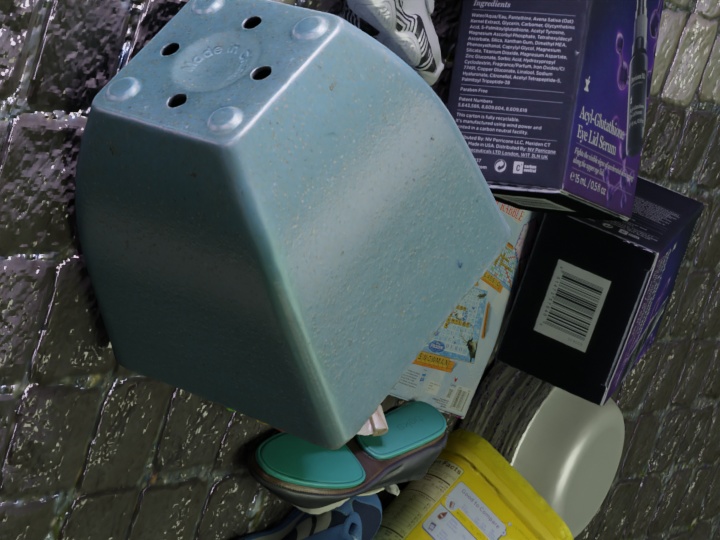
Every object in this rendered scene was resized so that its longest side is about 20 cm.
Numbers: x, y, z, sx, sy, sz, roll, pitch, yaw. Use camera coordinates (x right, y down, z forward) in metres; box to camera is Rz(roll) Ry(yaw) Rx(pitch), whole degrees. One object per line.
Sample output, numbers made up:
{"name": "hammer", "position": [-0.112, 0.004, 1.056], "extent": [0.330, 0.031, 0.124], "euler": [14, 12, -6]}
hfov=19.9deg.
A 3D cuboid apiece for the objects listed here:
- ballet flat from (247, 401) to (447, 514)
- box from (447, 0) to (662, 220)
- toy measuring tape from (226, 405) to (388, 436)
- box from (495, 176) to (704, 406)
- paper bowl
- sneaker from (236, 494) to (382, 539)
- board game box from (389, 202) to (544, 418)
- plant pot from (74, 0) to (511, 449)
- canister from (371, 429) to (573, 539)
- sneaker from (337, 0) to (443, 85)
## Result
{"name": "ballet flat", "position": [-0.013, 0.154, 1.572], "extent": [0.199, 0.073, 0.074], "euler": [-12, 123, -43]}
{"name": "box", "position": [0.145, -0.149, 1.527], "extent": [0.148, 0.103, 0.202], "euler": [12, 87, -61]}
{"name": "toy measuring tape", "position": [-0.026, 0.084, 1.478], "extent": [0.199, 0.073, 0.074], "euler": [18, 96, -50]}
{"name": "box", "position": [0.209, 0.007, 1.770], "extent": [0.200, 0.104, 0.149], "euler": [-35, 145, -64]}
{"name": "paper bowl", "position": [0.168, 0.170, 1.876], "extent": [0.201, 0.104, 0.202], "euler": [-43, 145, -40]}
{"name": "sneaker", "position": [-0.032, 0.229, 1.592], "extent": [0.200, 0.082, 0.075], "euler": [-29, 133, -52]}
{"name": "board game box", "position": [0.068, 0.008, 1.640], "extent": [0.200, 0.041, 0.201], "euler": [25, 89, -62]}
{"name": "plant pot", "position": [-0.057, -0.053, 1.231], "extent": [0.197, 0.195, 0.201], "euler": [-49, 138, -29]}
{"name": "canister", "position": [0.065, 0.253, 1.714], "extent": [0.200, 0.149, 0.087], "euler": [-44, 179, -30]}
{"name": "sneaker", "position": [0.029, -0.210, 1.366], "extent": [0.115, 0.075, 0.200], "euler": [-57, 148, -11]}
